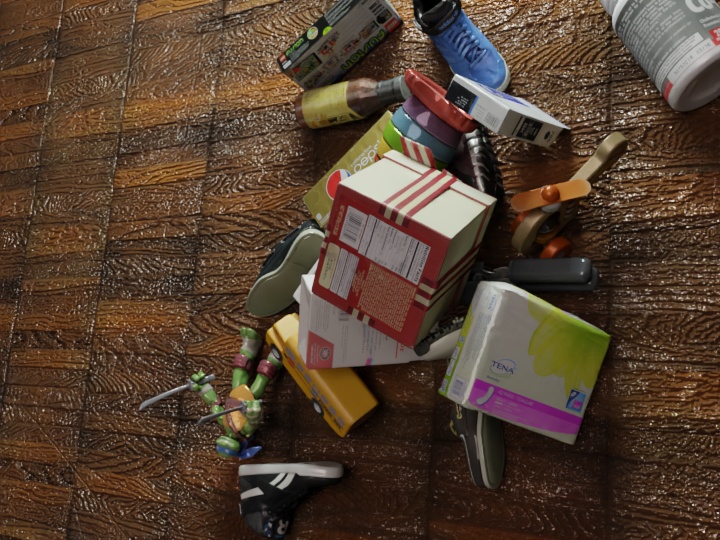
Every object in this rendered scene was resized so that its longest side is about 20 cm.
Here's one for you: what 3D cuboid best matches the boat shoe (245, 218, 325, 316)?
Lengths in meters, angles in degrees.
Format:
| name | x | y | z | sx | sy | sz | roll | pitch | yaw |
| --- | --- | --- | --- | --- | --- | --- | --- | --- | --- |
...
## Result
| name | x | y | z | sx | sy | sz | roll | pitch | yaw |
| --- | --- | --- | --- | --- | --- | --- | --- | --- | --- |
| boat shoe | -0.123 | -0.008 | 1.236 | 0.201 | 0.073 | 0.067 | -53 | 26 | 30 |

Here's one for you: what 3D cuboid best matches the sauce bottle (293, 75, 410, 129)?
| name | x | y | z | sx | sy | sz | roll | pitch | yaw |
| --- | --- | --- | --- | --- | --- | --- | --- | --- | --- |
| sauce bottle | -0.014 | -0.278 | 1.235 | 0.196 | 0.066 | 0.068 | -5 | 76 | 31 |

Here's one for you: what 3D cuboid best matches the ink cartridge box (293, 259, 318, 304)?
| name | x | y | z | sx | sy | sz | roll | pitch | yaw |
| --- | --- | --- | --- | --- | --- | --- | --- | --- | --- |
| ink cartridge box | 0.000 | 0.000 | 1.163 | 0.116 | 0.067 | 0.202 | 42 | 100 | 29 |

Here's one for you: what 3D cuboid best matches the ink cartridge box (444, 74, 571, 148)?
| name | x | y | z | sx | sy | sz | roll | pitch | yaw |
| --- | --- | --- | --- | --- | --- | --- | --- | --- | --- |
| ink cartridge box | 0.204 | -0.212 | 1.026 | 0.099 | 0.198 | 0.040 | 41 | 115 | 31 |

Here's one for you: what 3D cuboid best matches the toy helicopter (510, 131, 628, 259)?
| name | x | y | z | sx | sy | sz | roll | pitch | yaw |
| --- | --- | --- | --- | --- | --- | --- | --- | --- | --- |
| toy helicopter | 0.272 | -0.103 | 0.992 | 0.201 | 0.132 | 0.079 | -48 | 60 | 11 |

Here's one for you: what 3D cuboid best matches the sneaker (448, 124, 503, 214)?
| name | x | y | z | sx | sy | sz | roll | pitch | yaw |
| --- | --- | --- | --- | --- | --- | --- | --- | --- | --- |
| sneaker | 0.141 | -0.157 | 1.124 | 0.114 | 0.075 | 0.205 | -23 | 59 | 30 |

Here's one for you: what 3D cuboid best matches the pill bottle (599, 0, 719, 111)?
| name | x | y | z | sx | sy | sz | roll | pitch | yaw |
| --- | --- | --- | --- | --- | --- | --- | --- | --- | --- |
| pill bottle | 0.400 | -0.318 | 0.978 | 0.113 | 0.113 | 0.203 | -34 | 65 | 18 |

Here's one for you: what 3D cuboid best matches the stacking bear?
| name | x | y | z | sx | sy | sz | roll | pitch | yaw |
| --- | --- | --- | --- | --- | --- | --- | --- | --- | --- |
| stacking bear | 0.067 | -0.160 | 1.068 | 0.121 | 0.113 | 0.202 | 41 | 110 | 13 |

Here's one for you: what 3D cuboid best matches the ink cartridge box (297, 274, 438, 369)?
| name | x | y | z | sx | sy | sz | roll | pitch | yaw |
| --- | --- | --- | --- | --- | --- | --- | --- | --- | --- |
| ink cartridge box | 0.013 | 0.069 | 1.083 | 0.068 | 0.195 | 0.119 | -129 | 41 | -63 |

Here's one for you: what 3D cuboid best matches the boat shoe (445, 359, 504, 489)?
| name | x | y | z | sx | sy | sz | roll | pitch | yaw |
| --- | --- | --- | --- | --- | --- | --- | --- | --- | --- |
| boat shoe | 0.153 | 0.195 | 1.032 | 0.059 | 0.071 | 0.206 | -15 | 65 | 30 |

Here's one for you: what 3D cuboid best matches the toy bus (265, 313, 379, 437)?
| name | x | y | z | sx | sy | sz | roll | pitch | yaw |
| --- | --- | --- | --- | --- | --- | --- | --- | --- | --- |
| toy bus | -0.061 | 0.150 | 1.137 | 0.064 | 0.079 | 0.201 | -31 | 72 | -27 |

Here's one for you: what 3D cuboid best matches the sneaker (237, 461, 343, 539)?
| name | x | y | z | sx | sy | sz | roll | pitch | yaw |
| --- | --- | --- | --- | --- | --- | --- | --- | --- | --- |
| sneaker | -0.103 | 0.351 | 1.147 | 0.197 | 0.072 | 0.115 | -11 | 76 | 36 |

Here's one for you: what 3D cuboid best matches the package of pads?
| name | x | y | z | sx | sy | sz | roll | pitch | yaw |
| --- | --- | --- | --- | --- | --- | --- | --- | --- | --- |
| package of pads | 0.210 | 0.114 | 0.945 | 0.068 | 0.197 | 0.158 | 18 | 87 | 64 |

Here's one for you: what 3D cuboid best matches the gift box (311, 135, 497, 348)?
| name | x | y | z | sx | sy | sz | roll | pitch | yaw |
| --- | --- | --- | --- | --- | --- | --- | --- | --- | --- |
| gift box | 0.051 | -0.048 | 0.970 | 0.198 | 0.186 | 0.187 | 32 | 122 | 16 |

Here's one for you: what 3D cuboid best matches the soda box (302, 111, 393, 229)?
| name | x | y | z | sx | sy | sz | roll | pitch | yaw |
| --- | --- | --- | --- | --- | --- | --- | --- | --- | --- |
| soda box | 0.004 | -0.151 | 1.197 | 0.200 | 0.064 | 0.068 | -43 | 62 | 14 |

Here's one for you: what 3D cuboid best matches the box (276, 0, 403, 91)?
| name | x | y | z | sx | sy | sz | roll | pitch | yaw |
| --- | --- | --- | --- | --- | --- | --- | --- | --- | --- |
| box | -0.033 | -0.378 | 1.243 | 0.199 | 0.109 | 0.035 | -38 | 63 | 16 |

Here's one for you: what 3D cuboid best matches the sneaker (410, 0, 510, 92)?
| name | x | y | z | sx | sy | sz | roll | pitch | yaw |
| --- | --- | --- | --- | --- | --- | --- | --- | --- | --- |
| sneaker | 0.144 | -0.350 | 1.134 | 0.076 | 0.111 | 0.202 | -38 | 63 | 16 |

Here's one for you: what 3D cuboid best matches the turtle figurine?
| name | x | y | z | sx | sy | sz | roll | pitch | yaw |
| --- | --- | --- | --- | --- | --- | --- | --- | --- | --- |
| turtle figurine | -0.200 | 0.178 | 1.178 | 0.143 | 0.198 | 0.197 | -20 | 40 | 57 |

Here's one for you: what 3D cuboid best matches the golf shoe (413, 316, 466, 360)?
| name | x | y | z | sx | sy | sz | roll | pitch | yaw |
| --- | --- | --- | --- | --- | --- | --- | --- | --- | --- |
| golf shoe | 0.163 | 0.099 | 0.987 | 0.077 | 0.195 | 0.090 | 145 | 113 | -64 |

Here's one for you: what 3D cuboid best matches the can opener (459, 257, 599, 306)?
| name | x | y | z | sx | sy | sz | roll | pitch | yaw |
| --- | --- | --- | --- | --- | --- | --- | --- | --- | --- |
| can opener | 0.219 | 0.022 | 1.019 | 0.197 | 0.053 | 0.068 | -1 | 64 | 40 |
